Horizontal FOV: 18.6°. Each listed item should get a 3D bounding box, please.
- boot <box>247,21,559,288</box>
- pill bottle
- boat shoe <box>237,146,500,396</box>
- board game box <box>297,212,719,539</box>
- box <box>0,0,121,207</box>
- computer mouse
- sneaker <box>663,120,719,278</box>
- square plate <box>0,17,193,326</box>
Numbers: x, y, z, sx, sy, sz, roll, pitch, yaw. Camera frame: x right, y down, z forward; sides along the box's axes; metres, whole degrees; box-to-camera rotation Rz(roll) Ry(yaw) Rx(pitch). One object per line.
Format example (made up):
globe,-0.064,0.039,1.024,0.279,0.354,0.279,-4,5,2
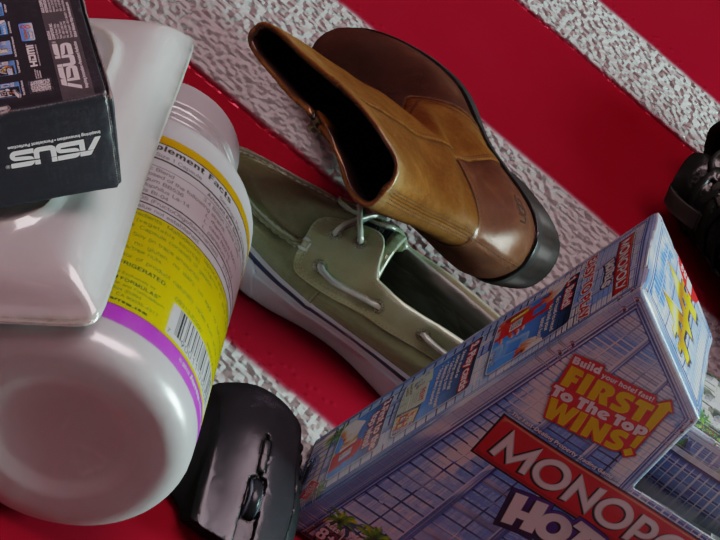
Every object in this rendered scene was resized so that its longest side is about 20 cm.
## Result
boot,-0.004,-0.074,1.057,0.189,0.068,0.200,58,17,26
pill bottle,-0.103,0.004,0.915,0.104,0.104,0.200,30,36,-13
boat shoe,0.000,0.000,1.046,0.200,0.062,0.072,40,35,0
board game box,0.105,0.083,0.932,0.200,0.200,0.062,33,35,-8
box,-0.188,-0.091,0.872,0.160,0.049,0.200,-9,38,-11
computer mouse,-0.050,0.117,0.899,0.058,0.034,0.201,24,39,-22
sneaker,0.221,-0.018,1.268,0.099,0.070,0.200,21,40,-4
square plate,-0.181,-0.052,0.884,0.197,0.029,0.200,3,38,7
